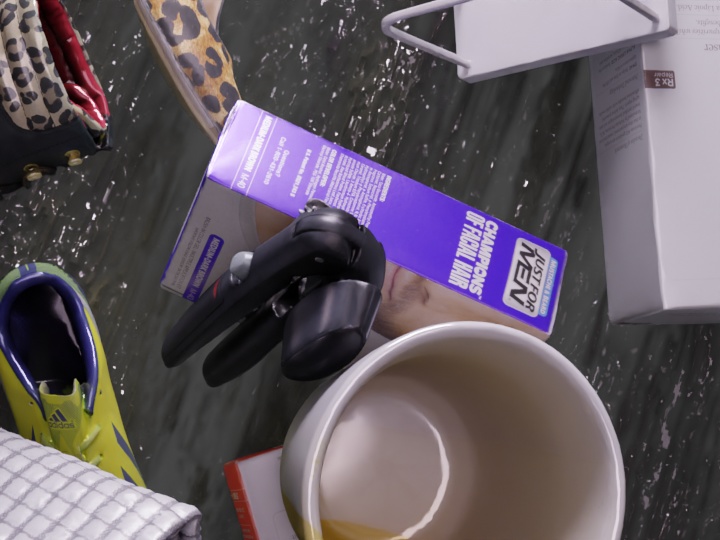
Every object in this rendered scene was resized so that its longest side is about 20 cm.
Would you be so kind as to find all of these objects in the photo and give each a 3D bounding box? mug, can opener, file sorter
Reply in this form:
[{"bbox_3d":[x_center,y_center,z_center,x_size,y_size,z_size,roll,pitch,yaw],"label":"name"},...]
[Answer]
[{"bbox_3d":[0.015,0.114,0.668,0.150,0.153,0.187,46,77,-9],"label":"mug"},{"bbox_3d":[-0.053,0.020,0.714,0.063,0.199,0.079,37,58,-19],"label":"can opener"},{"bbox_3d":[0.085,-0.230,0.788,0.124,0.138,0.202,11,74,-56],"label":"file sorter"}]

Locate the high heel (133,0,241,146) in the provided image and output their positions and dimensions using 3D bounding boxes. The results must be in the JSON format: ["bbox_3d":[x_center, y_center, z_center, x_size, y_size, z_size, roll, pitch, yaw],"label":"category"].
[{"bbox_3d":[-0.065,-0.174,0.803,0.141,0.071,0.201,-24,78,-8],"label":"high heel"}]

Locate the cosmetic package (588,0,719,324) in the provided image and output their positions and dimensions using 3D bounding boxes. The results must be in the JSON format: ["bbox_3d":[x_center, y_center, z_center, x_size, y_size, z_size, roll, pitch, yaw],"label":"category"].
[{"bbox_3d":[0.206,-0.070,0.841,0.112,0.081,0.202,-3,81,-14],"label":"cosmetic package"}]

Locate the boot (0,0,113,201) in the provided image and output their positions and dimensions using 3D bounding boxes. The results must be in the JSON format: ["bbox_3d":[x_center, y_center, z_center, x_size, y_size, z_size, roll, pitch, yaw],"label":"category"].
[{"bbox_3d":[-0.190,-0.028,0.675,0.152,0.074,0.206,-15,105,9],"label":"boot"}]

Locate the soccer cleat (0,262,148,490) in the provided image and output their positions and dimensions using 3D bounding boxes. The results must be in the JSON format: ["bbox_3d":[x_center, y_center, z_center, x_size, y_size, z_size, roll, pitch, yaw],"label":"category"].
[{"bbox_3d":[-0.152,0.093,0.738,0.064,0.084,0.202,-18,85,-14],"label":"soccer cleat"}]

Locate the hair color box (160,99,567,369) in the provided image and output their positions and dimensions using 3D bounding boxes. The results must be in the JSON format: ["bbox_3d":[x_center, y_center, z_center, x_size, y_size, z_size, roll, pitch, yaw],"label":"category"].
[{"bbox_3d":[0.000,0.000,0.766,0.198,0.110,0.065,23,52,-8],"label":"hair color box"}]

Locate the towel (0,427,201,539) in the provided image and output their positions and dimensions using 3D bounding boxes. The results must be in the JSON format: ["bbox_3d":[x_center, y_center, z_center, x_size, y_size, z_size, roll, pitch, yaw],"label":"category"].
[{"bbox_3d":[-0.182,0.168,0.618,0.164,0.086,0.200,18,44,26],"label":"towel"}]

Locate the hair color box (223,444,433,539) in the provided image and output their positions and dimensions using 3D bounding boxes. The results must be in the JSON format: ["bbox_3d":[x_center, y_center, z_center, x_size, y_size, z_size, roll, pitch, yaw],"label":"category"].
[{"bbox_3d":[0.001,0.188,0.767,0.100,0.061,0.202,-15,84,-14],"label":"hair color box"}]
